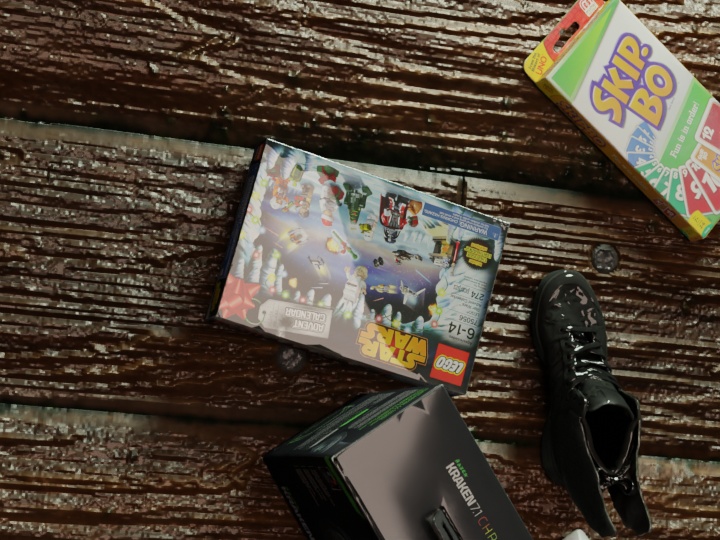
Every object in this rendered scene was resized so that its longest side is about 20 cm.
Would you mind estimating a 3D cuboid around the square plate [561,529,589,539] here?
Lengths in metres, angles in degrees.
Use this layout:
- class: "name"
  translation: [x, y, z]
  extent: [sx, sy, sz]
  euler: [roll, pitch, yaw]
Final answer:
- class: "square plate"
  translation: [0.148, 0.332, 1.221]
  extent: [0.198, 0.028, 0.200]
  euler: [-35, 94, -18]

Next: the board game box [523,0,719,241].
- class: "board game box"
  translation: [0.227, -0.126, 1.299]
  extent: [0.200, 0.030, 0.096]
  euler: [43, 73, -6]

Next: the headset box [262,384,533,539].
- class: "headset box"
  translation: [0.036, 0.176, 1.113]
  extent: [0.093, 0.200, 0.175]
  euler: [-32, 94, -18]

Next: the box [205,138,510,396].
- class: "box"
  translation: [0.000, 0.000, 1.205]
  extent: [0.199, 0.040, 0.138]
  euler: [18, 80, -15]

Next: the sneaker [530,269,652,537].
- class: "sneaker"
  translation: [0.174, 0.095, 1.215]
  extent: [0.060, 0.104, 0.201]
  euler: [1, 84, -17]
